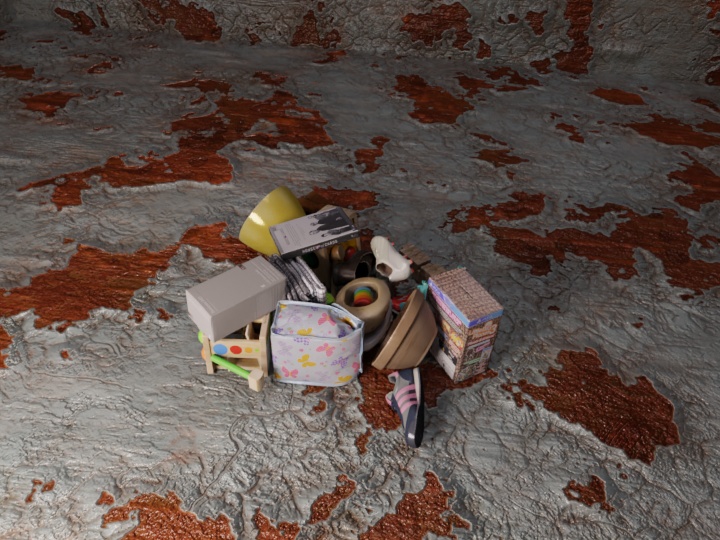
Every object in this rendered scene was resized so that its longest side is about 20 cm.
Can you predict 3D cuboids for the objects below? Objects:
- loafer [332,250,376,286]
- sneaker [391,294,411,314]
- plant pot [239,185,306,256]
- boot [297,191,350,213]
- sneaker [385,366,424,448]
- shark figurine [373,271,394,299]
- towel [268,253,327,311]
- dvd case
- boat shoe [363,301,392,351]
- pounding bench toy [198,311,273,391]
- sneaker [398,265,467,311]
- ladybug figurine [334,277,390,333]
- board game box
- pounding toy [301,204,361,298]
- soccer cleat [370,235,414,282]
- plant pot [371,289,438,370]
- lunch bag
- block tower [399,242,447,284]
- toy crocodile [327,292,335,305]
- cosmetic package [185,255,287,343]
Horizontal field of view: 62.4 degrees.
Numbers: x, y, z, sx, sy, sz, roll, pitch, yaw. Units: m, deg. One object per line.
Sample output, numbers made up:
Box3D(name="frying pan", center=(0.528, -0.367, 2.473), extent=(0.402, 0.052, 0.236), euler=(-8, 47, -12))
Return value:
Box3D(name="loafer", center=(0.000, 0.000, 1.554), extent=(0.070, 0.074, 0.200), euler=(6, 21, 26))
Box3D(name="sneaker", center=(0.170, 0.068, 1.530), extent=(0.197, 0.086, 0.077), euler=(-4, 38, -11))
Box3D(name="plant pot", center=(-0.220, -0.113, 1.660), extent=(0.142, 0.200, 0.200), euler=(41, 47, 5))
Box3D(name="boot", center=(-0.142, -0.182, 1.825), extent=(0.199, 0.069, 0.188), euler=(29, 45, 29))
Box3D(name="sneaker", center=(0.094, 0.295, 1.272), extent=(0.081, 0.071, 0.201), euler=(-8, 34, 12))
Box3D(name="shark figurine", center=(0.054, 0.060, 1.543), extent=(0.127, 0.090, 0.214), euler=(-13, 17, 35))
Box3D(name="towel", center=(-0.155, 0.070, 1.435), extent=(0.085, 0.167, 0.200), euler=(-19, 43, -23))
Box3D(name="dvd case", center=(-0.119, -0.096, 1.485), extent=(0.198, 0.025, 0.151), euler=(-18, 34, -12))
Box3D(name="boat shoe", center=(0.037, 0.144, 1.434), extent=(0.070, 0.071, 0.201), euler=(-2, 29, 18))
Box3D(name="pounding bench toy", center=(-0.282, 0.174, 1.325), extent=(0.154, 0.125, 0.201), euler=(2, 39, -2))
Box3D(name="sneaker", center=(0.180, 0.051, 1.463), extent=(0.199, 0.078, 0.080), euler=(-40, 71, -3))
Box3D(name="ladybug figurine", center=(0.008, 0.083, 1.403), extent=(0.134, 0.073, 0.201), euler=(-7, 27, 9))
Box3D(name="board game box", center=(0.227, 0.126, 1.373), extent=(0.096, 0.202, 0.160), euler=(-16, 43, -24))
Box3D(name="pounding toy", center=(-0.079, -0.040, 1.584), extent=(0.141, 0.186, 0.200), euler=(15, 38, 32))
Box3D(name="soccer cleat", center=(0.063, -0.033, 1.536), extent=(0.077, 0.070, 0.200), euler=(-24, 34, -15))
Box3D(name="plant pot", center=(0.113, 0.151, 1.352), extent=(0.092, 0.202, 0.201), euler=(30, 42, 1))
Box3D(name="lunch bag", center=(-0.091, 0.164, 1.321), extent=(0.197, 0.171, 0.128), euler=(5, 43, 4))
Box3D(name="block tower", center=(0.181, 0.002, 1.638), extent=(0.054, 0.058, 0.200), euler=(-22, 44, -29))
Box3D(name="toy crocodile", center=(-0.064, 0.112, 1.471), extent=(0.061, 0.068, 0.200), euler=(-10, 43, -28))
Box3D(name="cosmetic package", center=(-0.269, 0.059, 1.300), extent=(0.106, 0.091, 0.199), euler=(36, 45, 30))
